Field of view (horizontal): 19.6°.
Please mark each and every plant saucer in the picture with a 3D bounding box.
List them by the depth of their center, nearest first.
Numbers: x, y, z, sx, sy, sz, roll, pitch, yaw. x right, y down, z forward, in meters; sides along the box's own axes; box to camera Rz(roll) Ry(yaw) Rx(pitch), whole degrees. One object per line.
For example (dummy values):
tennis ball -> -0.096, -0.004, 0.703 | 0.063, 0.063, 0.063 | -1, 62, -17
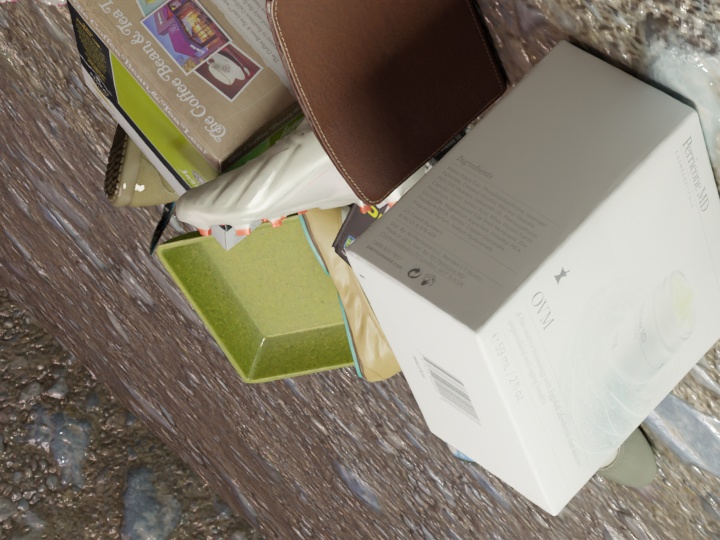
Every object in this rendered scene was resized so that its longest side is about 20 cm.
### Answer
plant saucer -> -0.065, 0.013, 2.005 | 0.198, 0.048, 0.201 | -11, 131, 26

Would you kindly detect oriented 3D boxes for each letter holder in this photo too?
letter holder -> -0.010, -0.160, 1.369 | 0.100, 0.142, 0.201 | 33, 160, 41

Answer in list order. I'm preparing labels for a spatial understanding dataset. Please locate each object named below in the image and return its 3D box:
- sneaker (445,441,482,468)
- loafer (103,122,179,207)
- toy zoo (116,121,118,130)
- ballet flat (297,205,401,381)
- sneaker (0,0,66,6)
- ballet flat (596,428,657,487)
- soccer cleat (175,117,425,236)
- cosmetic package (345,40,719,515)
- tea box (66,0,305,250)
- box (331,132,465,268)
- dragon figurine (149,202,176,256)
sneaker -> 0.094, 0.107, 1.760 | 0.200, 0.071, 0.073 | -134, 33, -60
loafer -> -0.174, -0.147, 1.834 | 0.067, 0.202, 0.076 | 17, 170, -24
toy zoo -> -0.175, -0.161, 1.906 | 0.199, 0.020, 0.133 | 28, 112, 51
ballet flat -> 0.000, 0.000, 1.846 | 0.069, 0.062, 0.202 | -69, -39, -68
sneaker -> -0.333, -0.312, 2.029 | 0.199, 0.074, 0.088 | 17, 148, 53
ballet flat -> 0.162, 0.112, 1.713 | 0.200, 0.064, 0.067 | 49, 127, -1
soccer cleat -> -0.048, -0.076, 1.549 | 0.069, 0.198, 0.078 | -41, -60, -68
cosmetic package -> 0.124, 0.006, 1.307 | 0.123, 0.200, 0.200 | 32, 159, 38
tea box -> -0.123, -0.158, 1.681 | 0.200, 0.133, 0.197 | 49, 167, 13
box -> 0.082, -0.007, 1.585 | 0.200, 0.044, 0.161 | 44, 141, 12
dragon figurine -> -0.162, -0.102, 1.956 | 0.099, 0.200, 0.059 | 20, -143, -51
